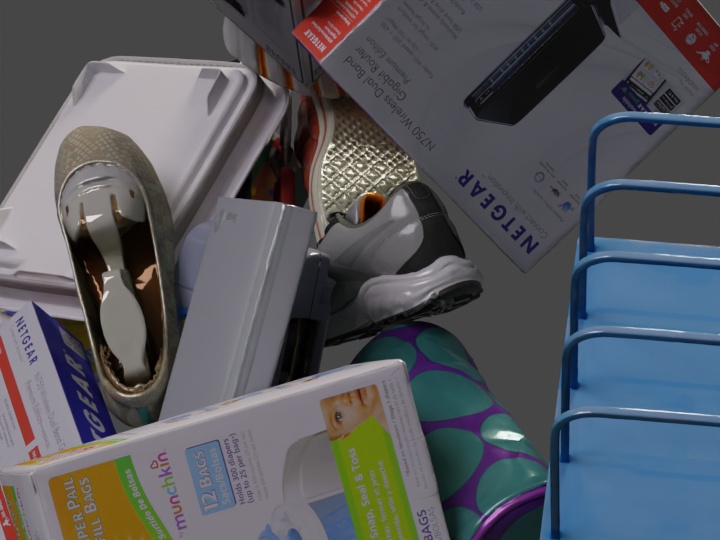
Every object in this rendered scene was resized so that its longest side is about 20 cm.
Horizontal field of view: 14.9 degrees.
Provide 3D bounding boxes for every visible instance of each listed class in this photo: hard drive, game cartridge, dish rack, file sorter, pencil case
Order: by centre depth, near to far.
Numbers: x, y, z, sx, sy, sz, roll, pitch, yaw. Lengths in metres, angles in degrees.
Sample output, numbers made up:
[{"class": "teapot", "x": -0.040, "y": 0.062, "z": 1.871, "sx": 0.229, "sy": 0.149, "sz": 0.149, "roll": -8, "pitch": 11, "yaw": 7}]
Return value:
[{"class": "file sorter", "x": 0.167, "y": 0.034, "z": 1.357, "sx": 0.138, "sy": 0.123, "sz": 0.200, "roll": 5, "pitch": 51, "yaw": 7}, {"class": "pencil case", "x": 0.058, "y": 0.103, "z": 1.478, "sx": 0.092, "sy": 0.085, "sz": 0.200, "roll": -12, "pitch": 29, "yaw": -19}, {"class": "hard drive", "x": -0.077, "y": 0.060, "z": 1.518, "sx": 0.132, "sy": 0.026, "sz": 0.200, "roll": -171, "pitch": 96, "yaw": -72}, {"class": "game cartridge", "x": -0.079, "y": 0.076, "z": 1.611, "sx": 0.133, "sy": 0.040, "sz": 0.200, "roll": 17, "pitch": 98, "yaw": 56}, {"class": "dish rack", "x": -0.152, "y": -0.061, "z": 1.733, "sx": 0.171, "sy": 0.044, "sz": 0.200, "roll": 7, "pitch": 58, "yaw": 37}]

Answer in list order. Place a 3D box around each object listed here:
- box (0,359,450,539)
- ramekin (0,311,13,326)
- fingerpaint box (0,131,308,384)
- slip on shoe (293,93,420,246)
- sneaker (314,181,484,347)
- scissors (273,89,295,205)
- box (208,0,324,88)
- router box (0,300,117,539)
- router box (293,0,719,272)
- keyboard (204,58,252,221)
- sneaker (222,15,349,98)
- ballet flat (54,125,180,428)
[{"class": "box", "x": -0.069, "y": 0.125, "z": 1.396, "sx": 0.200, "sy": 0.113, "sz": 0.101, "roll": -15, "pitch": 1, "yaw": -16}, {"class": "ramekin", "x": -0.250, "y": 0.133, "z": 1.755, "sx": 0.200, "sy": 0.098, "sz": 0.201, "roll": -27, "pitch": 39, "yaw": 25}, {"class": "fingerpaint box", "x": -0.149, "y": -0.010, "z": 1.812, "sx": 0.200, "sy": 0.073, "sz": 0.167, "roll": -4, "pitch": 52, "yaw": 43}, {"class": "slip on shoe", "x": -0.007, "y": -0.062, "z": 1.739, "sx": 0.200, "sy": 0.074, "sz": 0.061, "roll": -99, "pitch": 26, "yaw": -42}, {"class": "sneaker", "x": 0.000, "y": 0.000, "z": 1.608, "sx": 0.074, "sy": 0.080, "sz": 0.200, "roll": -14, "pitch": -5, "yaw": -34}, {"class": "scissors", "x": -0.051, "y": -0.060, "z": 1.758, "sx": 0.073, "sy": 0.014, "sz": 0.200, "roll": 109, "pitch": 161, "yaw": -53}, {"class": "box", "x": -0.055, "y": -0.189, "z": 1.586, "sx": 0.117, "sy": 0.200, "sz": 0.060, "roll": 42, "pitch": 82, "yaw": 11}, {"class": "router box", "x": -0.220, "y": 0.138, "z": 1.589, "sx": 0.179, "sy": 0.049, "sz": 0.200, "roll": -40, "pitch": 35, "yaw": 9}, {"class": "router box", "x": 0.092, "y": -0.126, "z": 1.561, "sx": 0.179, "sy": 0.200, "sz": 0.049, "roll": -45, "pitch": 33, "yaw": 3}, {"class": "keyboard", "x": -0.123, "y": -0.046, "z": 1.747, "sx": 0.127, "sy": 0.021, "sz": 0.200, "roll": -19, "pitch": 43, "yaw": 19}, {"class": "sneaker", "x": 0.008, "y": -0.156, "z": 1.748, "sx": 0.200, "sy": 0.078, "sz": 0.077, "roll": -5, "pitch": 17, "yaw": -18}, {"class": "ballet flat", "x": -0.140, "y": -0.005, "z": 1.618, "sx": 0.067, "sy": 0.062, "sz": 0.200, "roll": -18, "pitch": 70, "yaw": 2}]
